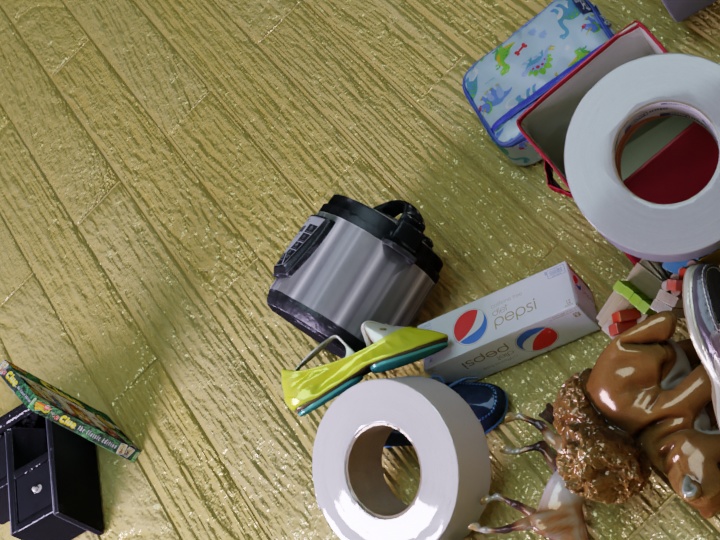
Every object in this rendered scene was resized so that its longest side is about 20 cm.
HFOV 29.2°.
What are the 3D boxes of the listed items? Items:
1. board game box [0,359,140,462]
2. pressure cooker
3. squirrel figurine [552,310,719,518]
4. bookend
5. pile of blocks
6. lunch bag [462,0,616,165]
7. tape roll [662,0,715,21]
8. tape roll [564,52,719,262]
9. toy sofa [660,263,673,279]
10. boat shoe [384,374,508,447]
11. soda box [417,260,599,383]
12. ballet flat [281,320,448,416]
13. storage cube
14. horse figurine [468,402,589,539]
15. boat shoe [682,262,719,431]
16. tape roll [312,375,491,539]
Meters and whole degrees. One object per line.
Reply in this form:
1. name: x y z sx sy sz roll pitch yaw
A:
1. board game box: -0.385 0.187 1.829 0.105 0.200 0.024 33 85 43
2. pressure cooker: 0.002 0.002 1.683 0.176 0.179 0.200 29 82 30
3. squirrel figurine: 0.295 0.170 1.398 0.199 0.142 0.187 -28 63 9
4. bookend: -0.461 0.300 1.890 0.200 0.092 0.199 -30 49 19
5. pile of blocks: 0.319 0.010 1.421 0.200 0.062 0.082 -35 69 28
6. lunch bag: 0.237 -0.235 1.722 0.200 0.082 0.161 -34 51 16
7. tape roll: 0.357 -0.398 1.639 0.066 0.200 0.201 -28 50 18
8. tape roll: 0.306 -0.110 1.373 0.199 0.066 0.201 -2 82 17
9. toy sofa: 0.421 0.007 1.446 0.199 0.097 0.083 -4 85 34
10. boat shoe: 0.071 0.169 1.597 0.199 0.069 0.084 -19 53 26
11. soda box: 0.168 0.066 1.590 0.199 0.068 0.064 -24 51 23
12. ballet flat: 0.000 0.096 1.570 0.199 0.067 0.067 -26 78 1
13. storage cube: 0.311 -0.128 1.530 0.200 0.180 0.171 -41 47 9
14. horse figurine: 0.201 0.227 1.469 0.132 0.050 0.201 13 62 19
15. boat shoe: 0.364 0.083 1.321 0.065 0.072 0.201 -26 69 43
16. tape roll: 0.043 0.219 1.534 0.202 0.071 0.203 0 90 36
